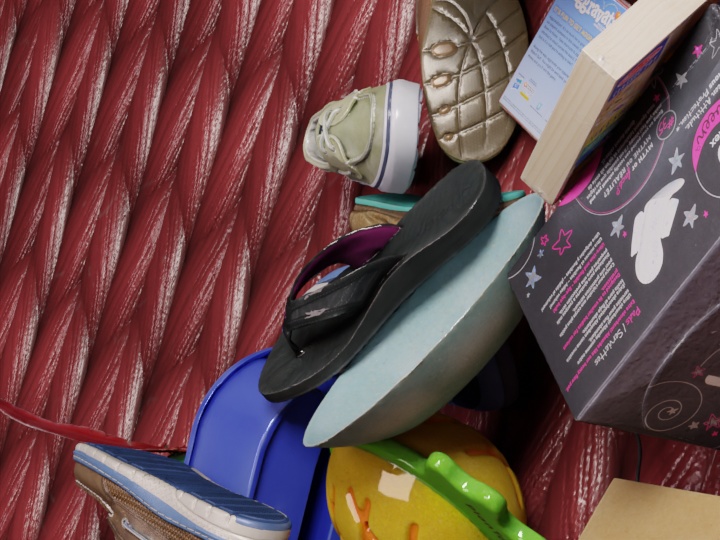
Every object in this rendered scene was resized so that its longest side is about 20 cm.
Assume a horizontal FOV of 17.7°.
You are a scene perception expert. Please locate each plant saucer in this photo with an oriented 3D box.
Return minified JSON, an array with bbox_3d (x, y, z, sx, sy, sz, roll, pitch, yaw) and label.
[{"bbox_3d":[0.048,0.040,1.346,0.201,0.039,0.201,-45,7,8],"label":"plant saucer"}]

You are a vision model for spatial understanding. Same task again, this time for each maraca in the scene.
[{"bbox_3d":[0.049,0.142,1.387,0.107,0.137,0.200,-54,21,-15],"label":"maraca"}]

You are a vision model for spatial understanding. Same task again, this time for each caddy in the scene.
[{"bbox_3d":[-0.050,0.152,1.535,0.105,0.141,0.201,14,90,54],"label":"caddy"}]

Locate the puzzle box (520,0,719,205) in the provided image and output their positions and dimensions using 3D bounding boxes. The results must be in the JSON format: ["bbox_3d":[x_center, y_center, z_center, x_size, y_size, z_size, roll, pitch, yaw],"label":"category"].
[{"bbox_3d":[0.172,-0.129,1.227,0.025,0.200,0.133,43,154,12],"label":"puzzle box"}]

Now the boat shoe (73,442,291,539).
[{"bbox_3d":[-0.125,0.162,1.455,0.200,0.072,0.073,20,96,51],"label":"boat shoe"}]

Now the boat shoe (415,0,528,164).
[{"bbox_3d":[0.072,-0.164,1.545,0.068,0.072,0.201,94,172,-76],"label":"boat shoe"}]

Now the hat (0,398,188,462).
[{"bbox_3d":[-0.151,0.162,1.656,0.200,0.175,0.167,-22,60,54],"label":"hat"}]

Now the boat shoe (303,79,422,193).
[{"bbox_3d":[0.000,-0.086,1.558,0.200,0.062,0.072,147,128,-80],"label":"boat shoe"}]

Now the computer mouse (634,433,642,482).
[{"bbox_3d":[0.163,0.124,1.308,0.058,0.034,0.201,-27,47,36],"label":"computer mouse"}]

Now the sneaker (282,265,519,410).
[{"bbox_3d":[0.026,0.050,1.480,0.200,0.082,0.074,22,129,53],"label":"sneaker"}]

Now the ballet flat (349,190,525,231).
[{"bbox_3d":[0.054,-0.015,1.515,0.200,0.068,0.073,1,99,59],"label":"ballet flat"}]

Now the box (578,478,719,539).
[{"bbox_3d":[0.168,0.189,1.187,0.199,0.021,0.164,5,56,51],"label":"box"}]

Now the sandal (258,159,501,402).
[{"bbox_3d":[0.000,-0.001,1.429,0.200,0.048,0.075,-45,26,12],"label":"sandal"}]

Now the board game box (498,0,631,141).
[{"bbox_3d":[0.157,-0.101,1.405,0.103,0.019,0.200,-62,35,17],"label":"board game box"}]

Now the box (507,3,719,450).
[{"bbox_3d":[0.194,-0.015,1.207,0.200,0.132,0.115,-54,39,31],"label":"box"}]
